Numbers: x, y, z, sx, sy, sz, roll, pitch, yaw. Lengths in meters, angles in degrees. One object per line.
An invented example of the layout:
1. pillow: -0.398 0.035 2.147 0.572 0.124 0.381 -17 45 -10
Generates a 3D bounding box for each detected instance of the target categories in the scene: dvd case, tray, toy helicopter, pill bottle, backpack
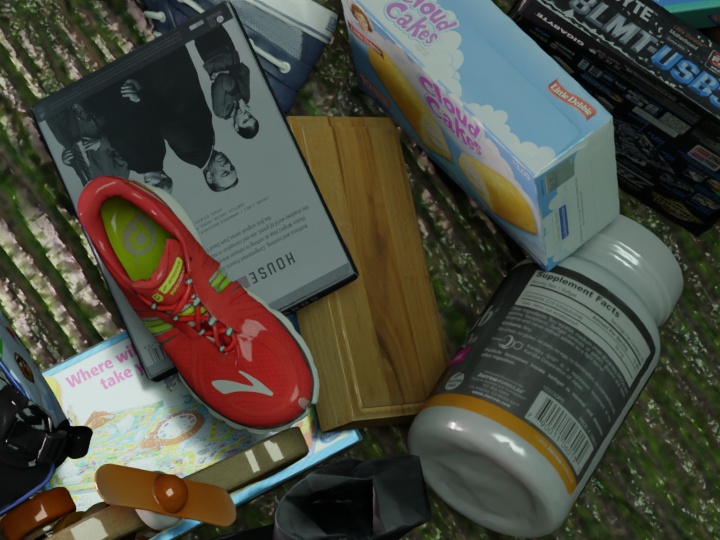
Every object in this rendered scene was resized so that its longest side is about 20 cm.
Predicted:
1. dvd case: -0.108 -0.051 1.575 0.149 0.025 0.201 -27 76 6
2. tray: 0.000 0.000 1.608 0.098 0.037 0.202 -3 77 -44
3. toy helicopter: -0.115 0.137 1.497 0.199 0.132 0.079 -24 79 -27
4. pill bottle: 0.124 0.063 1.590 0.116 0.116 0.201 36 60 -2
5. backpack: -0.283 0.069 1.483 0.199 0.154 0.191 -29 101 1

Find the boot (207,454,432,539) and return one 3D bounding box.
1. boot: -0.048 0.173 1.498 0.164 0.200 0.066 -24 83 -15

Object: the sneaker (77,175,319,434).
1. sneaker: -0.108 0.021 1.505 0.077 0.085 0.200 -45 74 2

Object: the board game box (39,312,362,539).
1. board game box: -0.117 0.097 1.588 0.199 0.034 0.135 -26 84 -15

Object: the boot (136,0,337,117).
1. boot: -0.121 -0.172 1.632 0.199 0.073 0.091 27 93 7

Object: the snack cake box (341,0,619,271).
1. snack cake box: 0.076 -0.109 1.571 0.067 0.115 0.200 -37 61 -12

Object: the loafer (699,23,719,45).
1. loafer: 0.257 -0.161 1.693 0.071 0.073 0.202 12 65 -31

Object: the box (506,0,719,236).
1. box: 0.178 -0.111 1.606 0.199 0.199 0.050 33 75 -2

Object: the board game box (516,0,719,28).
1. board game box: 0.181 -0.260 1.682 0.151 0.045 0.202 -6 77 22
